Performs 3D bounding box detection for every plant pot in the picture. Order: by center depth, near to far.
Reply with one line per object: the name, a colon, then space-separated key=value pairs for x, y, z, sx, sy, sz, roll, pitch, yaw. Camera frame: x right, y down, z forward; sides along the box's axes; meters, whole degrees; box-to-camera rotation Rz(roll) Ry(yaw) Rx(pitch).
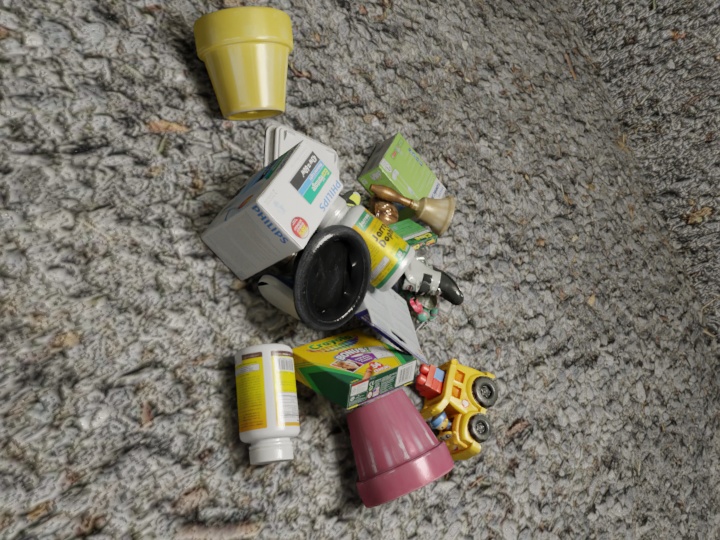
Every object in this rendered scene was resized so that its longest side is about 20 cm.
plant pot: x=0.062 y=0.344 z=1.359 sx=0.199 sy=0.199 sz=0.181 roll=-14 pitch=75 yaw=-46
plant pot: x=-0.231 y=-0.414 z=1.405 sx=0.199 sy=0.199 sz=0.192 roll=-12 pitch=97 yaw=-46

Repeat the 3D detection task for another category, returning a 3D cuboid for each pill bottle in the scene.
pill bottle: x=-0.167 y=0.241 z=1.233 sx=0.108 sy=0.109 sz=0.203 roll=9 pitch=67 yaw=-41
pill bottle: x=0.003 y=-0.059 z=1.376 sx=0.199 sy=0.113 sz=0.113 roll=39 pitch=48 yaw=-5

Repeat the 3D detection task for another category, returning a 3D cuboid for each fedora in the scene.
fedora: x=-0.071 y=0.008 z=1.298 sx=0.199 sy=0.091 sz=0.204 roll=-13 pitch=112 yaw=-36

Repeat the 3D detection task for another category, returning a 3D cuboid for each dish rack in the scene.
dish rack: x=-0.121 y=-0.229 z=1.527 sx=0.198 sy=0.043 sz=0.174 roll=19 pitch=60 yaw=-39

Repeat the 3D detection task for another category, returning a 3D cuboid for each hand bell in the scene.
hand bell: x=0.111 y=-0.158 z=1.605 sx=0.197 sy=0.104 sz=0.105 roll=19 pitch=59 yaw=-16

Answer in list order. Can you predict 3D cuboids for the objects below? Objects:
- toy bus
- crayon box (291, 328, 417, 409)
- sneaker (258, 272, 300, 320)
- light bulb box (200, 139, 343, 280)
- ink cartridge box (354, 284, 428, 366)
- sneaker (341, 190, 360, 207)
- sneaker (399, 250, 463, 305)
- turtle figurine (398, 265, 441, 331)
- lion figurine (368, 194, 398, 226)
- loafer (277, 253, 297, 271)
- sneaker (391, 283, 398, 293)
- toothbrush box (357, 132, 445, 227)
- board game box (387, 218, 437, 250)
toy bus: x=0.198 y=0.304 z=1.562 sx=0.190 sy=0.136 sz=0.202 roll=28 pitch=56 yaw=-17
crayon box: x=-0.016 y=0.189 z=1.360 sx=0.198 sy=0.171 sz=0.059 roll=-12 pitch=117 yaw=-46
sneaker: x=-0.109 y=0.017 z=1.392 sx=0.199 sy=0.080 sz=0.148 roll=38 pitch=60 yaw=-35
light bulb box: x=-0.169 y=-0.113 z=1.316 sx=0.125 sy=0.199 sz=0.199 roll=46 pitch=46 yaw=-19
ink cartridge box: x=0.049 y=0.095 z=1.427 sx=0.199 sy=0.040 sz=0.201 roll=40 pitch=22 yaw=-37
sneaker: x=-0.035 y=-0.106 z=1.511 sx=0.076 sy=0.076 sz=0.201 roll=30 pitch=40 yaw=0
sneaker: x=0.138 y=0.028 z=1.541 sx=0.199 sy=0.074 sz=0.089 roll=37 pitch=60 yaw=15
turtle figurine: x=0.142 y=0.065 z=1.625 sx=0.149 sy=0.100 sz=0.202 roll=37 pitch=45 yaw=-27
lion figurine: x=0.042 y=-0.085 z=1.602 sx=0.123 sy=0.072 sz=0.201 roll=48 pitch=45 yaw=-23
loafer: x=-0.125 y=-0.093 z=1.445 sx=0.063 sy=0.072 sz=0.201 roll=35 pitch=57 yaw=-13
sneaker: x=0.000 y=0.000 z=1.521 sx=0.198 sy=0.066 sz=0.079 roll=22 pitch=36 yaw=-26
toothbrush box: x=0.106 y=-0.216 z=1.712 sx=0.200 sy=0.086 sz=0.147 roll=45 pitch=48 yaw=-20
board game box: x=0.066 y=-0.064 z=1.526 sx=0.198 sy=0.104 sz=0.024 roll=-20 pitch=126 yaw=-32
